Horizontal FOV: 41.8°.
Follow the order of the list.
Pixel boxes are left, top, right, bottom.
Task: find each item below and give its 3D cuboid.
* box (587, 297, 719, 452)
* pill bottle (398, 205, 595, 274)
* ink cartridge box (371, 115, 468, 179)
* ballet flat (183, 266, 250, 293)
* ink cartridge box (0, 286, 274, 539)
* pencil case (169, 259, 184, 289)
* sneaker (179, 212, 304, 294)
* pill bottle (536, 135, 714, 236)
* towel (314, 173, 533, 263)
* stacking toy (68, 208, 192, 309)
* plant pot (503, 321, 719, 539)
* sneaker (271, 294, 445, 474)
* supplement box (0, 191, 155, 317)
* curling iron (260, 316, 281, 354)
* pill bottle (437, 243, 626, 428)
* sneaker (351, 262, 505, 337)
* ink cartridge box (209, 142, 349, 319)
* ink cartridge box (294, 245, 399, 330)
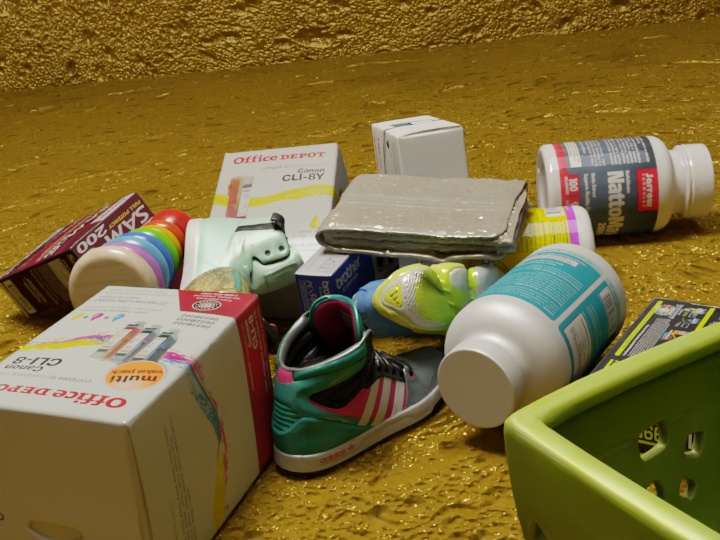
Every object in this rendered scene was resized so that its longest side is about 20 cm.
[{"bbox_3d":[0.291,0.089,0.784,0.160,0.045,0.200,8,25,33],"label":"box"},{"bbox_3d":[0.141,-0.010,0.995,0.199,0.105,0.104,-4,21,5],"label":"pill bottle"},{"bbox_3d":[0.076,-0.112,1.183,0.085,0.147,0.200,-10,14,-7],"label":"ink cartridge box"},{"bbox_3d":[-0.166,0.062,0.832,0.200,0.071,0.071,-37,5,31],"label":"ballet flat"},{"bbox_3d":[-0.170,0.117,0.696,0.144,0.145,0.200,3,24,18],"label":"ink cartridge box"},{"bbox_3d":[-0.231,0.027,1.026,0.093,0.091,0.200,3,24,6],"label":"pencil case"},{"bbox_3d":[-0.111,0.024,0.920,0.117,0.074,0.201,-8,55,3],"label":"sneaker"},{"bbox_3d":[0.324,-0.104,1.166,0.199,0.120,0.120,-5,21,4],"label":"pill bottle"},{"bbox_3d":[0.068,-0.056,0.953,0.199,0.035,0.133,5,32,18],"label":"towel"},{"bbox_3d":[-0.213,-0.012,0.937,0.085,0.086,0.200,-3,20,8],"label":"stacking toy"},{"bbox_3d":[0.205,0.153,0.450,0.198,0.183,0.200,-16,23,-26],"label":"plant pot"},{"bbox_3d":[0.001,0.074,0.793,0.083,0.121,0.200,14,28,41],"label":"sneaker"},{"bbox_3d":[-0.319,-0.015,1.067,0.199,0.061,0.109,-15,27,46],"label":"supplement box"},{"bbox_3d":[-0.075,0.058,0.849,0.049,0.026,0.200,-22,-14,2],"label":"curling iron"},{"bbox_3d":[0.145,0.058,0.810,0.110,0.111,0.200,9,25,34],"label":"pill bottle"},{"bbox_3d":[0.070,0.031,0.904,0.105,0.076,0.199,-8,-15,41],"label":"sneaker"},{"bbox_3d":[-0.094,-0.046,1.074,0.144,0.084,0.201,-4,48,10],"label":"ink cartridge box"},{"bbox_3d":[0.000,0.000,1.000,0.044,0.094,0.200,3,29,25],"label":"ink cartridge box"}]
